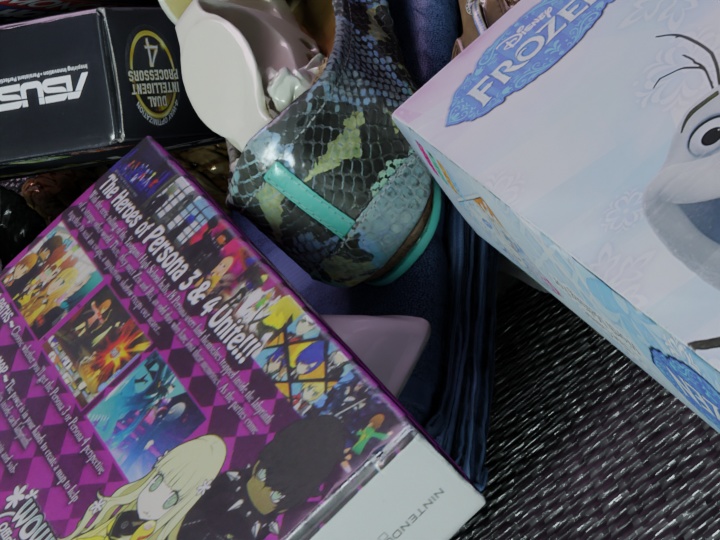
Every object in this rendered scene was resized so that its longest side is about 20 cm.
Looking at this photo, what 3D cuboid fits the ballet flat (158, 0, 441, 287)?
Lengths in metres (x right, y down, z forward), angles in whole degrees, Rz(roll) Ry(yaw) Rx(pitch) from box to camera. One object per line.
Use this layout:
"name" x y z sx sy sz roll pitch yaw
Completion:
"ballet flat" -0.026 -0.072 0.722 0.074 0.074 0.200 -39 32 10

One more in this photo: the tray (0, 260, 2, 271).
"tray" -0.157 0.071 0.758 0.201 0.022 0.107 -69 -11 21

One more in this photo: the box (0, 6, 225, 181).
"box" -0.128 -0.056 0.854 0.199 0.049 0.161 -8 3 26

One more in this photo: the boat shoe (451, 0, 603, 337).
"boat shoe" 0.065 -0.053 0.687 0.072 0.072 0.201 -47 36 43

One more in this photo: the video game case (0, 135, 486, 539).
"video game case" -0.079 0.069 0.617 0.181 0.036 0.200 -45 31 0

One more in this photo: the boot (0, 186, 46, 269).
"boot" -0.151 0.016 0.916 0.079 0.211 0.158 -30 -34 -11

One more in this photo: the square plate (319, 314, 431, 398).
"square plate" -0.094 0.086 0.677 0.200 0.028 0.199 0 53 49

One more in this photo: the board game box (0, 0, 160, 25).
"board game box" -0.101 -0.115 0.871 0.199 0.062 0.200 -8 -2 27

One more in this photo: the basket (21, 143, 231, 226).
"basket" -0.046 -0.030 1.018 0.149 0.143 0.200 -43 8 -8

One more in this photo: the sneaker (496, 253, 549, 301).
"sneaker" 0.047 -0.044 0.815 0.078 0.099 0.200 -46 9 -31

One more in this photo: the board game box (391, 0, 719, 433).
"board game box" 0.126 -0.050 0.443 0.200 0.043 0.199 -41 31 -3

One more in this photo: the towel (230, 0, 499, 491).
"towel" 0.000 0.000 0.737 0.111 0.048 0.201 -32 40 40
